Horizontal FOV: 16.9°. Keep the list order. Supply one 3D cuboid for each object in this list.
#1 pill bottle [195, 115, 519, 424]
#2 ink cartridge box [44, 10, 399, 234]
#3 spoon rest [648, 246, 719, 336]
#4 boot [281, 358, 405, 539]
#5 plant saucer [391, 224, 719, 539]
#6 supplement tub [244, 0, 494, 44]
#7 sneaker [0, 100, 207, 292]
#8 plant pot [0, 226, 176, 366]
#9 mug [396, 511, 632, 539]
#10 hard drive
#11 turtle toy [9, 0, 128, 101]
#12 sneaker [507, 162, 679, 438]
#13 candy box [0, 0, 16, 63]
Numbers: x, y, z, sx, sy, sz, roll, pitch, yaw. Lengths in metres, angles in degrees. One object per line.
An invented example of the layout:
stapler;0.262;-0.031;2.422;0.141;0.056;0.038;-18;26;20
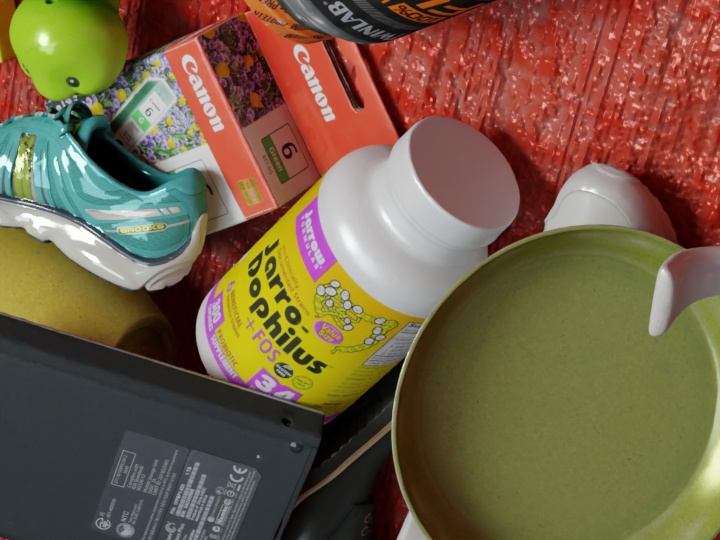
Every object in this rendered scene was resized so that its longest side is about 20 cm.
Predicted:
pill bottle;0.000;0.000;1.334;0.104;0.104;0.200;49;131;4
ink cartridge box;-0.081;-0.083;1.382;0.200;0.050;0.109;-17;102;41
spoon rest;0.245;0.025;1.181;0.200;0.061;0.099;15;123;13
boot;0.002;0.153;1.448;0.138;0.077;0.200;37;115;-20
plant saucer;0.110;0.072;1.237;0.031;0.200;0.200;-135;26;-73
supplement tub;0.034;-0.186;1.203;0.200;0.123;0.123;-18;102;40
sneaker;-0.174;-0.064;1.388;0.200;0.078;0.080;25;118;12
plant pot;-0.195;0.054;1.440;0.142;0.200;0.200;18;122;23
mug;0.093;0.205;1.340;0.175;0.148;0.200;23;129;2
hard drive;-0.136;0.108;1.357;0.200;0.033;0.140;18;125;-8
turtle toy;-0.152;-0.193;1.342;0.146;0.101;0.200;17;120;27
sneaker;0.112;0.041;1.279;0.078;0.099;0.200;22;124;25
candy box;-0.263;-0.225;1.455;0.102;0.026;0.200;10;118;35
